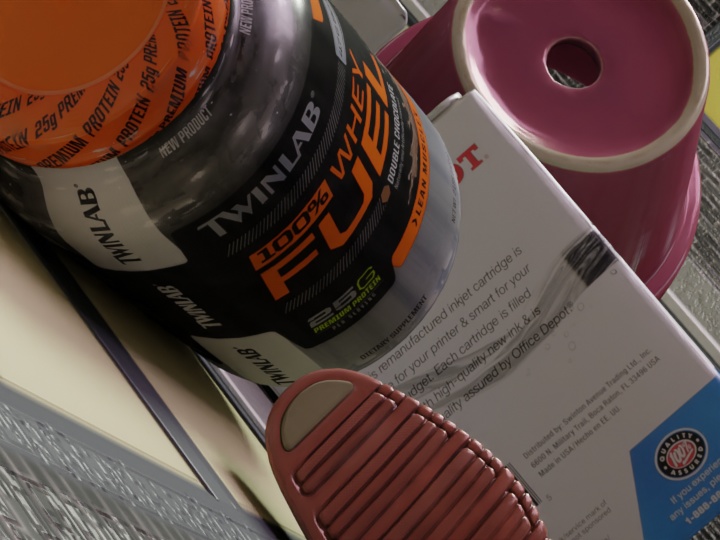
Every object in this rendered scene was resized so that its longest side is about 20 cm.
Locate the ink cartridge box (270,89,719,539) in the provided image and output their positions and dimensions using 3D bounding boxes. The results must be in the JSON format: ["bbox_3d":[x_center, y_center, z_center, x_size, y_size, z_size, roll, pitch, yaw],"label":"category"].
[{"bbox_3d":[0.056,0.046,0.973,0.200,0.144,0.084,50,2,3],"label":"ink cartridge box"}]

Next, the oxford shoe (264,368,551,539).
[{"bbox_3d":[0.037,0.119,0.763,0.200,0.071,0.074,49,-22,2],"label":"oxford shoe"}]

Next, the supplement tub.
[{"bbox_3d":[-0.052,-0.046,0.775,0.123,0.122,0.200,51,5,31],"label":"supplement tub"}]

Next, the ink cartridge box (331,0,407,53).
[{"bbox_3d":[-0.066,-0.107,1.059,0.084,0.145,0.200,49,4,-12],"label":"ink cartridge box"}]

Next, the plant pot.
[{"bbox_3d":[0.090,-0.068,1.165,0.200,0.200,0.179,50,-23,12],"label":"plant pot"}]
